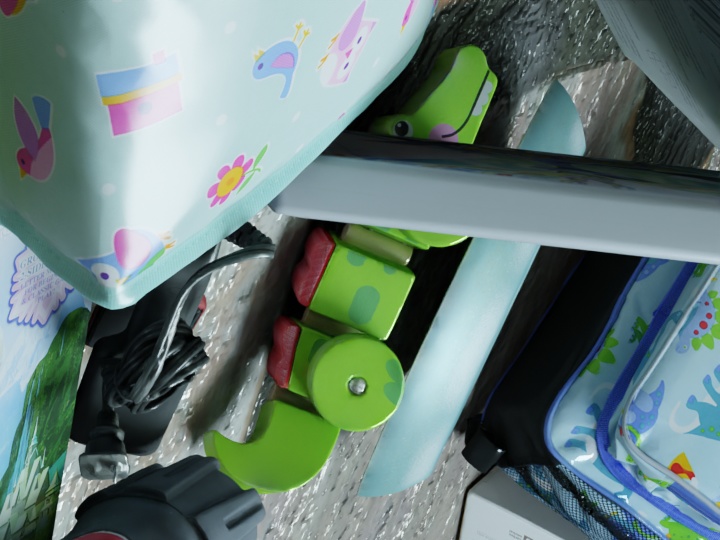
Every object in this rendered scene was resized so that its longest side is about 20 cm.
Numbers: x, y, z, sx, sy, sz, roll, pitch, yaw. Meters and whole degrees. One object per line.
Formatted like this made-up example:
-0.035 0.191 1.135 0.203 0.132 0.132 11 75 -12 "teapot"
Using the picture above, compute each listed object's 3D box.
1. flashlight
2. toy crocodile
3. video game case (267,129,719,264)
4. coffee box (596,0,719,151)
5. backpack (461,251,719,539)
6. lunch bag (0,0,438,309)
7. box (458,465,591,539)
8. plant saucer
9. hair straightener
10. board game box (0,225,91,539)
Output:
-0.100 0.111 0.789 0.200 0.068 0.068 -28 145 -54 "flashlight"
0.000 0.000 1.012 0.201 0.062 0.068 -66 -169 1 "toy crocodile"
0.061 -0.026 0.849 0.182 0.199 0.022 -136 -127 -80 "video game case"
0.192 -0.144 0.906 0.198 0.200 0.200 -36 136 -2 "coffee box"
0.190 0.076 1.273 0.183 0.200 0.147 -57 -161 -16 "backpack"
-0.038 -0.117 0.715 0.200 0.122 0.171 -38 146 -37 "lunch bag"
0.117 0.186 1.419 0.124 0.097 0.201 -40 148 -45 "box"
0.053 0.013 1.098 0.200 0.027 0.201 25 90 -86 "plant saucer"
-0.062 0.031 0.799 0.200 0.041 0.077 139 -37 -65 "hair straightener"
-0.160 0.071 0.755 0.200 0.041 0.200 -34 144 -50 "board game box"
